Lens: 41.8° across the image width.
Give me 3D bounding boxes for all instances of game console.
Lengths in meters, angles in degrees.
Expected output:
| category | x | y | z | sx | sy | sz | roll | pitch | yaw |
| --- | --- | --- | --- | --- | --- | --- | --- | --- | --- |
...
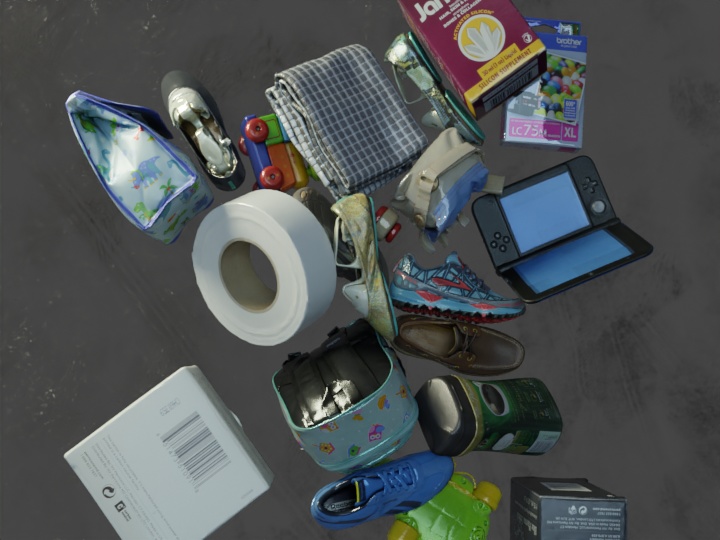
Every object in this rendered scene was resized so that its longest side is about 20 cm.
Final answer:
| category | x | y | z | sx | sy | sz | roll | pitch | yaw |
| --- | --- | --- | --- | --- | --- | --- | --- | --- | --- |
| game console | 0.281 | -0.062 | 1.334 | 0.198 | 0.118 | 0.173 | -22 | 86 | -5 |

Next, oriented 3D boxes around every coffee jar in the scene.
| category | x | y | z | sx | sy | sz | roll | pitch | yaw |
| --- | --- | --- | --- | --- | --- | --- | --- | --- | --- |
| coffee jar | 0.170 | 0.196 | 1.270 | 0.198 | 0.086 | 0.105 | 7 | 44 | -33 |

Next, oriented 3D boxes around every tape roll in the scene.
| category | x | y | z | sx | sy | sz | roll | pitch | yaw |
| --- | --- | --- | --- | --- | --- | --- | --- | --- | --- |
| tape roll | -0.132 | -0.004 | 1.277 | 0.200 | 0.071 | 0.205 | 15 | 117 | 30 |

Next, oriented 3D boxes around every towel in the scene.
| category | x | y | z | sx | sy | sz | roll | pitch | yaw |
| --- | --- | --- | --- | --- | --- | --- | --- | --- | --- |
| towel | -0.014 | -0.208 | 1.318 | 0.165 | 0.085 | 0.201 | -30 | 85 | -37 |

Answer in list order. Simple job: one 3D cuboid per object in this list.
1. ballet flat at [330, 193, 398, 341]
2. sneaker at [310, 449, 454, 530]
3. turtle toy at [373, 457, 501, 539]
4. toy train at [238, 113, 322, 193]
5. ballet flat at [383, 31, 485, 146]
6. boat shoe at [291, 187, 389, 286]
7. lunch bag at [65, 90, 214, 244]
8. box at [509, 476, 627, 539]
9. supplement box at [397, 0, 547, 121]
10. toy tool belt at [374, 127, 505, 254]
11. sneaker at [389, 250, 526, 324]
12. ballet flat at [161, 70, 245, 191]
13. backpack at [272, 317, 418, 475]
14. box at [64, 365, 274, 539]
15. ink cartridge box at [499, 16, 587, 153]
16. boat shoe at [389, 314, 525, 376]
| category | x | y | z | sx | sy | sz | roll | pitch | yaw |
| --- | --- | --- | --- | --- | --- | --- | --- | --- | --- |
| ballet flat | 0.000 | 0.000 | 1.262 | 0.070 | 0.071 | 0.203 | -11 | 93 | -3 |
| sneaker | 0.032 | 0.281 | 1.213 | 0.198 | 0.079 | 0.067 | -19 | 69 | -8 |
| turtle toy | 0.090 | 0.326 | 1.293 | 0.199 | 0.101 | 0.146 | 33 | 70 | 3 |
| toy train | -0.094 | -0.130 | 1.351 | 0.114 | 0.085 | 0.203 | -17 | 85 | -17 |
| ballet flat | 0.104 | -0.251 | 1.380 | 0.074 | 0.074 | 0.201 | -33 | 85 | -5 |
| boat shoe | -0.038 | -0.034 | 1.329 | 0.073 | 0.075 | 0.200 | -30 | 118 | 31 |
| lunch bag | -0.307 | -0.149 | 1.293 | 0.200 | 0.170 | 0.128 | 44 | 84 | 4 |
| box | 0.268 | 0.387 | 1.247 | 0.116 | 0.197 | 0.203 | 2 | 84 | -1 |
| supplement box | 0.160 | -0.339 | 1.342 | 0.130 | 0.103 | 0.201 | -35 | 78 | 7 |
| toy tool belt | 0.110 | -0.092 | 1.323 | 0.123 | 0.125 | 0.201 | 39 | 70 | 3 |
| sneaker | 0.141 | 0.020 | 1.340 | 0.197 | 0.079 | 0.097 | 9 | 82 | -1 |
| ballet flat | -0.228 | -0.206 | 1.352 | 0.073 | 0.073 | 0.202 | -30 | 86 | -5 |
| backpack | -0.014 | 0.179 | 1.256 | 0.174 | 0.200 | 0.155 | -28 | 107 | -5 |
| box | -0.251 | 0.265 | 1.272 | 0.199 | 0.131 | 0.200 | -36 | 87 | -5 |
| ink cartridge box | 0.272 | -0.281 | 1.396 | 0.118 | 0.042 | 0.203 | 4 | 82 | -2 |
| boat shoe | 0.138 | 0.107 | 1.335 | 0.197 | 0.068 | 0.073 | 12 | 84 | -1 |
